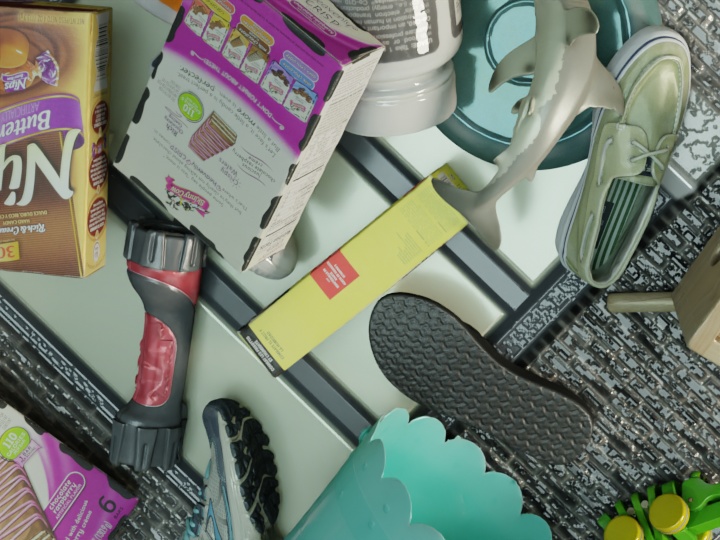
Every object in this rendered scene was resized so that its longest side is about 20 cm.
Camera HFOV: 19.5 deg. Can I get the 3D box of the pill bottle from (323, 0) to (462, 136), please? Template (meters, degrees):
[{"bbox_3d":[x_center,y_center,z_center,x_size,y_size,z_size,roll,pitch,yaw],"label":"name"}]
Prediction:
[{"bbox_3d":[0.015,-0.206,1.509,0.113,0.113,0.200,0,119,13],"label":"pill bottle"}]

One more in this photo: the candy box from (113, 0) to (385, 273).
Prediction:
[{"bbox_3d":[-0.083,-0.118,1.506,0.136,0.061,0.200,40,127,15],"label":"candy box"}]

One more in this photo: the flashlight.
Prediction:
[{"bbox_3d":[-0.166,0.059,1.667,0.068,0.068,0.201,12,102,9],"label":"flashlight"}]

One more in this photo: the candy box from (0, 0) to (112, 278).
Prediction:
[{"bbox_3d":[-0.249,-0.100,1.565,0.116,0.056,0.201,5,103,11],"label":"candy box"}]

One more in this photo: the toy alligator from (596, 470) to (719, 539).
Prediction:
[{"bbox_3d":[0.249,0.181,1.607,0.200,0.059,0.054,-29,53,16],"label":"toy alligator"}]

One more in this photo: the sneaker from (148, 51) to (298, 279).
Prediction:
[{"bbox_3d":[-0.066,-0.102,1.606,0.129,0.079,0.200,-25,84,24],"label":"sneaker"}]

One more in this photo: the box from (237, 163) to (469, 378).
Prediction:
[{"bbox_3d":[0.000,0.000,1.615,0.200,0.075,0.050,-38,91,18],"label":"box"}]

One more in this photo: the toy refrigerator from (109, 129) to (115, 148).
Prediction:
[{"bbox_3d":[-0.302,-0.122,1.659,0.200,0.076,0.070,26,105,8],"label":"toy refrigerator"}]

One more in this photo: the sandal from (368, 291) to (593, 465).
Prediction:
[{"bbox_3d":[0.089,0.084,1.631,0.200,0.048,0.075,34,105,-9],"label":"sandal"}]

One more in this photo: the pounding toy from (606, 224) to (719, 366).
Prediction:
[{"bbox_3d":[0.313,0.016,1.530,0.184,0.142,0.200,30,109,-9],"label":"pounding toy"}]

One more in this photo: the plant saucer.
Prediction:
[{"bbox_3d":[0.127,-0.173,1.577,0.200,0.027,0.201,2,100,12],"label":"plant saucer"}]

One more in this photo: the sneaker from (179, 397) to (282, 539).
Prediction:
[{"bbox_3d":[-0.111,0.203,1.679,0.086,0.078,0.201,-8,99,17],"label":"sneaker"}]

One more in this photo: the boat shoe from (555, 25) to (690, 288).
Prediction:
[{"bbox_3d":[0.203,-0.080,1.549,0.072,0.062,0.200,8,111,-22],"label":"boat shoe"}]

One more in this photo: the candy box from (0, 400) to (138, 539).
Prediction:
[{"bbox_3d":[-0.298,0.180,1.670,0.200,0.061,0.137,36,79,-8],"label":"candy box"}]

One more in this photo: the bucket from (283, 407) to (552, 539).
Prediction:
[{"bbox_3d":[0.046,0.222,1.586,0.207,0.207,0.135,45,109,1],"label":"bucket"}]

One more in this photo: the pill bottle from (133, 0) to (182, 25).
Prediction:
[{"bbox_3d":[-0.104,-0.288,1.563,0.113,0.113,0.200,42,106,2],"label":"pill bottle"}]

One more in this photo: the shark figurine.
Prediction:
[{"bbox_3d":[0.143,-0.113,1.505,0.089,0.128,0.215,21,91,-29],"label":"shark figurine"}]
